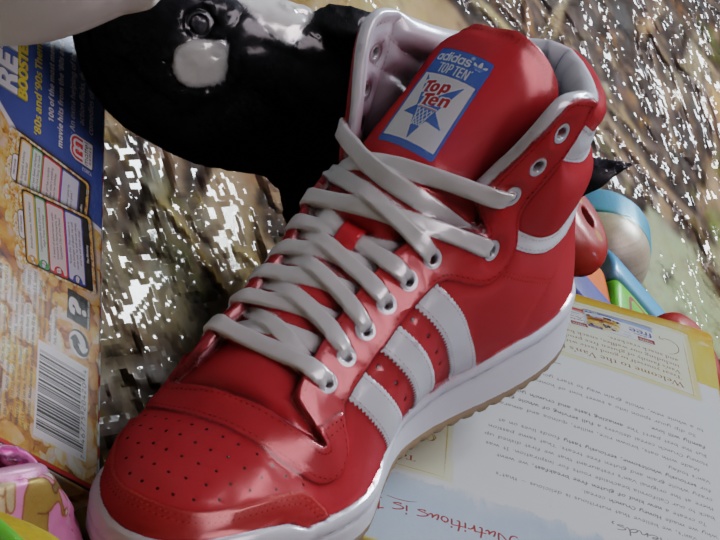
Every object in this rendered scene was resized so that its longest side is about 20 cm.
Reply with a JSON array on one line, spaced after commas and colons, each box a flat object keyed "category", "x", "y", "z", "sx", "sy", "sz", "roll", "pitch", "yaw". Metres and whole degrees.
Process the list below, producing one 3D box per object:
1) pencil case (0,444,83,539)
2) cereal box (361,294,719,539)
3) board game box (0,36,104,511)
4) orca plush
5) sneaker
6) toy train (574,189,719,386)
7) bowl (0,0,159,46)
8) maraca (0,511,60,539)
[{"category": "pencil case", "x": -0.085, "y": 0.144, "z": 0.729, "sx": 0.086, "sy": 0.083, "sz": 0.201, "roll": -4, "pitch": 72, "yaw": -64}, {"category": "cereal box", "x": 0.040, "y": 0.057, "z": 0.892, "sx": 0.143, "sy": 0.040, "sz": 0.200, "roll": 17, "pitch": 25, "yaw": -5}, {"category": "board game box", "x": -0.149, "y": -0.034, "z": 0.784, "sx": 0.200, "sy": 0.046, "sz": 0.152, "roll": 33, "pitch": 44, "yaw": -42}, {"category": "orca plush", "x": -0.008, "y": -0.026, "z": 0.893, "sx": 0.200, "sy": 0.105, "sz": 0.071, "roll": 27, "pitch": 70, "yaw": -52}, {"category": "sneaker", "x": 0.000, "y": 0.000, "z": 0.791, "sx": 0.200, "sy": 0.071, "sz": 0.113, "roll": -36, "pitch": 144, "yaw": -49}, {"category": "toy train", "x": 0.042, "y": -0.025, "z": 1.039, "sx": 0.200, "sy": 0.084, "sz": 0.116, "roll": 46, "pitch": 26, "yaw": -28}, {"category": "bowl", "x": -0.044, "y": -0.157, "z": 0.783, "sx": 0.074, "sy": 0.200, "sz": 0.200, "roll": 30, "pitch": 38, "yaw": 2}, {"category": "maraca", "x": -0.074, "y": 0.141, "z": 0.616, "sx": 0.107, "sy": 0.137, "sz": 0.201, "roll": -15, "pitch": 90, "yaw": -38}]
